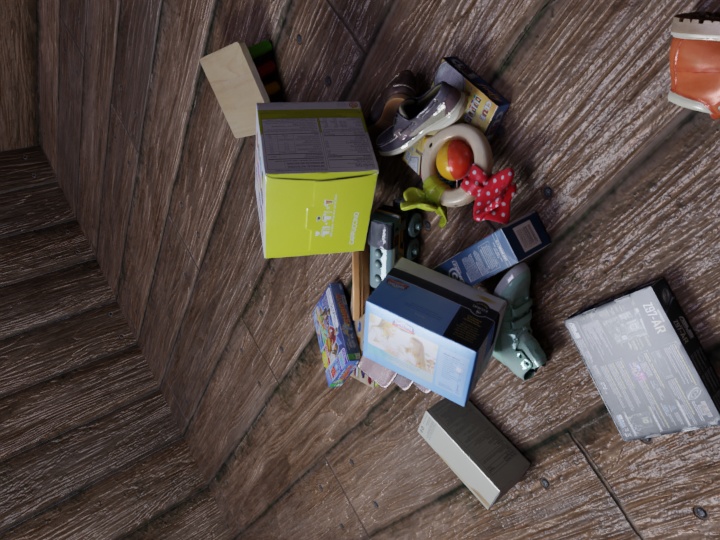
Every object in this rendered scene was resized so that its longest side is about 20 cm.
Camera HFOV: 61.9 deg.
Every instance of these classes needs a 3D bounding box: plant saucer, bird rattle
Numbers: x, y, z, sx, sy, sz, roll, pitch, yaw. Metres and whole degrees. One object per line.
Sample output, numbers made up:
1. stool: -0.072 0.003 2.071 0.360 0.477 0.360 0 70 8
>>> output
1. plant saucer: 0.000 0.000 1.248 0.200 0.036 0.207 179 90 -89
2. bird rattle: 0.154 -0.152 0.955 0.197 0.111 0.168 -8 84 49

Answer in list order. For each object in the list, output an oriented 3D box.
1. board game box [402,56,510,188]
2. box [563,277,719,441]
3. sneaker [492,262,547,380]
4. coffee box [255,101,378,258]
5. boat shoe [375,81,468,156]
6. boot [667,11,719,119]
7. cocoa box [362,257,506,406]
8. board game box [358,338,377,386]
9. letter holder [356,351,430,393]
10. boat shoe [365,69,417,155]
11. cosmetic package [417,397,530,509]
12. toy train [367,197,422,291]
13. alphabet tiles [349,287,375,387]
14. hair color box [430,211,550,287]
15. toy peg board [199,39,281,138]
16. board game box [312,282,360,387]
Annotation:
1. board game box: 0.155 -0.233 1.020 0.136 0.034 0.202 49 139 25
2. box: 0.407 0.133 0.864 0.160 0.043 0.204 -36 77 52
3. sneaker: 0.273 0.089 0.987 0.118 0.072 0.204 45 147 38
4. coffee box: -0.089 -0.167 1.104 0.202 0.194 0.201 101 160 -48
5. boat shoe: 0.088 -0.253 0.992 0.064 0.073 0.198 37 148 -27
6. boot: 0.431 -0.215 0.654 0.199 0.074 0.110 35 136 48
7. cocoa box: 0.117 0.097 0.985 0.196 0.131 0.136 23 135 22
8. board game box: 0.063 0.168 1.315 0.103 0.047 0.200 58 142 14
9. letter holder: 0.104 0.134 1.152 0.141 0.100 0.204 36 114 27
10. boat shoe: 0.052 -0.285 1.105 0.200 0.069 0.072 141 141 -61
11. cosmetic package: 0.215 0.340 1.158 0.200 0.104 0.072 46 139 30
12. toy train: 0.060 -0.036 1.160 0.084 0.113 0.205 20 122 31
13. alphabet tiles: -0.002 0.142 1.351 0.166 0.007 0.206 10 97 63
14. hair color box: 0.207 -0.019 1.000 0.199 0.099 0.062 -36 80 52
15. toy peg board: -0.258 -0.437 1.422 0.198 0.097 0.203 7 127 50
16. board game box: -0.060 0.152 1.416 0.136 0.034 0.204 -55 42 48
